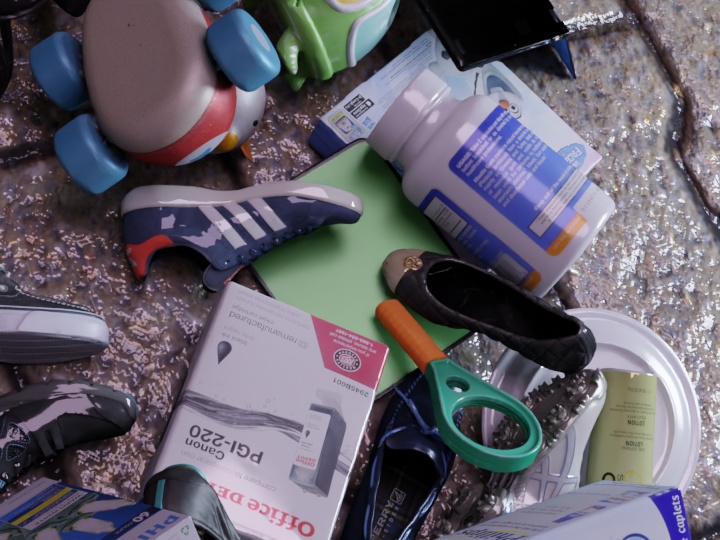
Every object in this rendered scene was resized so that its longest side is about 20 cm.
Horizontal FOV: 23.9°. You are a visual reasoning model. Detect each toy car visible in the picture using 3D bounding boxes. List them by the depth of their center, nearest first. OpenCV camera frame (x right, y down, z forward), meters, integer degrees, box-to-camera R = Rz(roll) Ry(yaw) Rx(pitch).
[{"bbox_3d":[-0.132,-0.140,1.398,0.200,0.184,0.177,38,24,-53],"label":"toy car"}]

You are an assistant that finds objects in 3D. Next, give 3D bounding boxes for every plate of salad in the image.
[{"bbox_3d":[0.194,0.132,1.443,0.199,0.048,0.201,2,82,-14],"label":"plate of salad"}]

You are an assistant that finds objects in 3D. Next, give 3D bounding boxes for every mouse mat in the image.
[{"bbox_3d":[0.000,0.000,1.441,0.161,0.008,0.200,-32,81,-18],"label":"mouse mat"}]

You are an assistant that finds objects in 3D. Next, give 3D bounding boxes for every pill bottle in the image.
[{"bbox_3d":[0.107,-0.077,1.439,0.200,0.112,0.112,40,55,2],"label":"pill bottle"}]

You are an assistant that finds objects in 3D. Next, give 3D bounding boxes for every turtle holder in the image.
[{"bbox_3d":[-0.036,-0.255,1.480,0.131,0.186,0.141,-28,54,-3],"label":"turtle holder"}]

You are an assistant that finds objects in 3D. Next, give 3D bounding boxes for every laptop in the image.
[{"bbox_3d":[0.105,-0.258,1.593,0.199,0.116,0.188,-21,72,-30],"label":"laptop"}]

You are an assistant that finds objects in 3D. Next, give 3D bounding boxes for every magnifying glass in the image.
[{"bbox_3d":[0.072,0.089,1.357,0.079,0.022,0.200,-9,39,-32],"label":"magnifying glass"}]

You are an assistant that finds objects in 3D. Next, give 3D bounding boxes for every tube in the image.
[{"bbox_3d":[0.213,0.182,1.393,0.058,0.052,0.201,4,84,24],"label":"tube"}]

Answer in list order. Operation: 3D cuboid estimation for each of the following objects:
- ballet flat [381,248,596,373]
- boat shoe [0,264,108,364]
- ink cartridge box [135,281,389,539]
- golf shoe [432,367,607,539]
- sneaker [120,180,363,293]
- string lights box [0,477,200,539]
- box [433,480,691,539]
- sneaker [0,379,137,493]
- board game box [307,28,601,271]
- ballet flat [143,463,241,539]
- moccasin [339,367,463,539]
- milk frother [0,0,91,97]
[{"bbox_3d":[0.106,0.023,1.396,0.199,0.057,0.067,24,59,23],"label":"ballet flat"},{"bbox_3d":[-0.289,0.025,1.292,0.199,0.072,0.071,7,64,-17],"label":"boat shoe"},{"bbox_3d":[-0.077,0.130,1.312,0.145,0.085,0.201,22,58,-6],"label":"ink cartridge box"},{"bbox_3d":[0.146,0.172,1.375,0.097,0.078,0.200,42,79,-24],"label":"golf shoe"},{"bbox_3d":[-0.096,-0.025,1.396,0.199,0.075,0.085,-3,79,-4],"label":"sneaker"},{"bbox_3d":[-0.197,0.202,1.155,0.103,0.200,0.059,-33,111,-34],"label":"string lights box"},{"bbox_3d":[0.154,0.273,1.277,0.199,0.105,0.185,-15,94,-28],"label":"box"},{"bbox_3d":[-0.261,0.131,1.251,0.199,0.073,0.082,-7,68,-14],"label":"sneaker"},{"bbox_3d":[0.088,-0.110,1.543,0.199,0.043,0.200,44,55,7],"label":"board game box"},{"bbox_3d":[-0.101,0.230,1.213,0.200,0.068,0.068,58,22,-24],"label":"ballet flat"},{"bbox_3d":[0.046,0.158,1.353,0.080,0.068,0.201,23,59,-7],"label":"moccasin"},{"bbox_3d":[-0.339,-0.245,1.397,0.200,0.181,0.188,-40,43,-7],"label":"milk frother"}]
